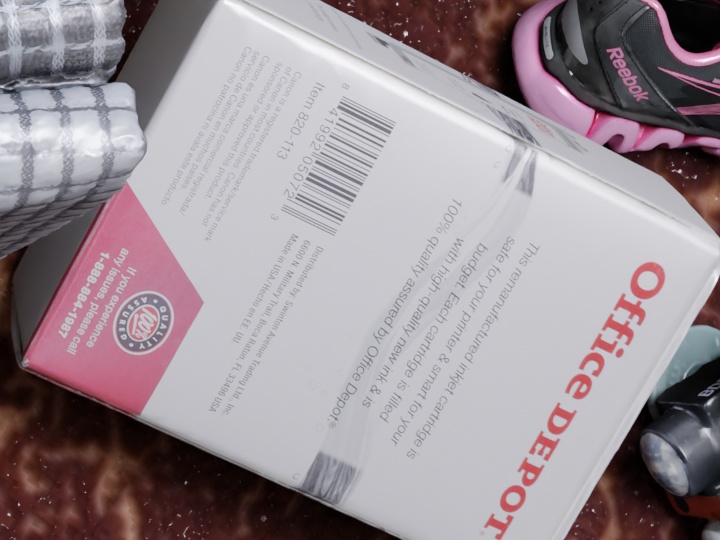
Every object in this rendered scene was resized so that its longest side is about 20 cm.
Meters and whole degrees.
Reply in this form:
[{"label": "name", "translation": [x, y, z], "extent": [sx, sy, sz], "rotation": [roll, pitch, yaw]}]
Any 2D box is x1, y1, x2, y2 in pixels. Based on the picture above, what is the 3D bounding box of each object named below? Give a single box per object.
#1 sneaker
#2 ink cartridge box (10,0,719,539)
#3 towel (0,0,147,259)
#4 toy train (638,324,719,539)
[{"label": "sneaker", "translation": [0.162, -0.084, 1.049], "extent": [0.199, 0.095, 0.079], "rotation": [4, 60, -24]}, {"label": "ink cartridge box", "translation": [0.000, 0.000, 0.942], "extent": [0.199, 0.083, 0.147], "rotation": [26, 103, -18]}, {"label": "towel", "translation": [-0.170, -0.038, 0.842], "extent": [0.165, 0.200, 0.086], "rotation": [-11, 85, -23]}, {"label": "toy train", "translation": [0.197, 0.047, 1.055], "extent": [0.200, 0.085, 0.114], "rotation": [-33, 104, -25]}]
